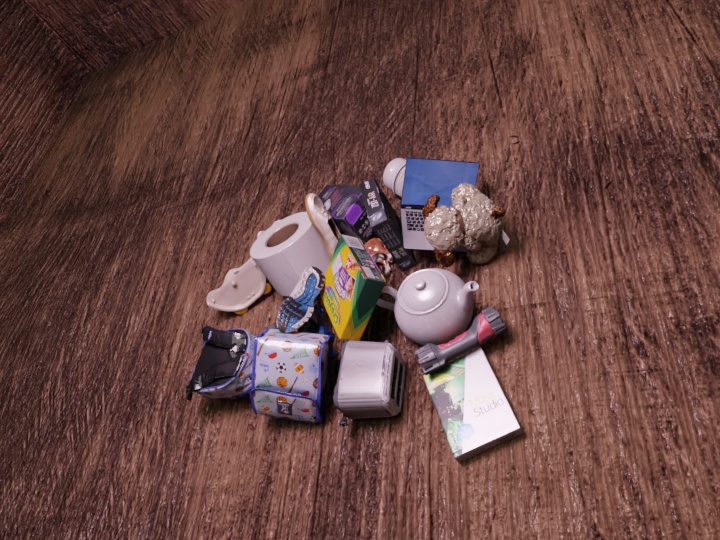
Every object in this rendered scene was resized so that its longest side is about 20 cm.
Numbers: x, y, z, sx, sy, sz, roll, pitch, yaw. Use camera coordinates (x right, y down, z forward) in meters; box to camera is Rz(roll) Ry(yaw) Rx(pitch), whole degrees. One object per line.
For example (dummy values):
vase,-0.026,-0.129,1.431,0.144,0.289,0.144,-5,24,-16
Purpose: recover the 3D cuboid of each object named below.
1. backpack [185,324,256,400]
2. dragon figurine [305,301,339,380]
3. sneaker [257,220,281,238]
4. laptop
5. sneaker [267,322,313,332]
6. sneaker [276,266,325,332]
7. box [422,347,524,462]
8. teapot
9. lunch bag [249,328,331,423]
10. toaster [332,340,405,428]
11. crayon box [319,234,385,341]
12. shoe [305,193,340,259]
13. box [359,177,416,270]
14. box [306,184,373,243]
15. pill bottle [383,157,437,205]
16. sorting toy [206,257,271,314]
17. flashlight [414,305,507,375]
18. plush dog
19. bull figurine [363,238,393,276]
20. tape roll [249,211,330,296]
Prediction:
backpack,-0.324,0.239,1.422,0.190,0.154,0.200,-16,55,42
dragon figurine,-0.101,0.175,1.380,0.059,0.099,0.200,-20,49,17
sneaker,-0.212,-0.116,1.678,0.200,0.081,0.077,-26,46,10
laptop,0.200,-0.158,1.377,0.187,0.116,0.200,3,58,-7
sneaker,-0.172,0.194,1.423,0.114,0.076,0.200,-32,41,16
sneaker,-0.151,0.085,1.376,0.087,0.075,0.200,-51,6,47
box,0.227,0.273,1.158,0.144,0.036,0.200,-28,46,9
teapot,0.152,0.067,1.281,0.200,0.146,0.197,-39,46,0
lunch bag,-0.161,0.249,1.298,0.170,0.124,0.200,7,98,9
toaster,0.022,0.248,1.245,0.129,0.114,0.200,-7,52,24
crayon box,-0.026,0.039,1.337,0.173,0.058,0.200,-66,30,25
shoe,-0.083,-0.114,1.471,0.053,0.200,0.070,-18,14,25
box,0.071,-0.116,1.428,0.043,0.200,0.160,-25,49,13
box,-0.043,-0.161,1.568,0.200,0.106,0.122,14,64,52
pill bottle,0.158,-0.231,1.522,0.116,0.116,0.200,-46,46,-7
sorting toy,-0.344,0.015,1.653,0.200,0.107,0.180,-39,32,14
flashlight,0.214,0.149,1.210,0.200,0.068,0.068,-27,90,6
plush dog,0.230,-0.102,1.294,0.172,0.160,0.200,-17,90,-7
bull figurine,0.000,0.000,1.477,0.200,0.065,0.121,-48,53,-2
tape roll,-0.180,-0.046,1.529,0.202,0.139,0.203,-24,29,15
